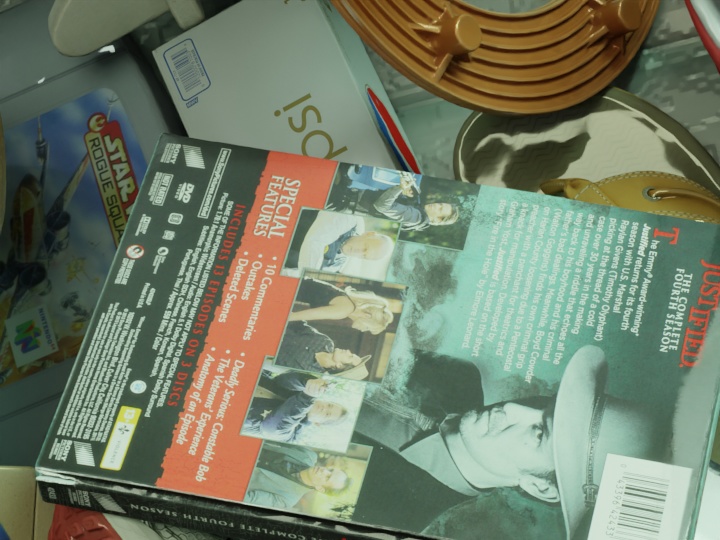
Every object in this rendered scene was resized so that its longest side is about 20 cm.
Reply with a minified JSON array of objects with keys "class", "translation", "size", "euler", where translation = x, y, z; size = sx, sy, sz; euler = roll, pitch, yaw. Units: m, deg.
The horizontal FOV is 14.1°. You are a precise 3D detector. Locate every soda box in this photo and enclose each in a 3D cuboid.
[{"class":"soda box","translation":[0.000,0.000,1.002],"size":[0.063,0.068,0.201],"euler":[-28,67,9]}]

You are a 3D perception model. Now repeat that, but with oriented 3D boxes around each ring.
[{"class":"ring","translation":[0.042,-0.151,0.974],"size":[0.019,0.200,0.201],"euler":[-15,65,44]}]

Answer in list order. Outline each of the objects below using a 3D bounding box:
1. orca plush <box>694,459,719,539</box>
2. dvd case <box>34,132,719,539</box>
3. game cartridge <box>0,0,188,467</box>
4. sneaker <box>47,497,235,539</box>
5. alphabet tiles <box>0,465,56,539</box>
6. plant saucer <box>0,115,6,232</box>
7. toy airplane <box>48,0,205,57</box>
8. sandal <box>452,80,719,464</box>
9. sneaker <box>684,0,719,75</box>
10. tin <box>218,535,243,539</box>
[{"class":"orca plush","translation":[0.118,0.119,0.918],"size":[0.199,0.071,0.105],"euler":[25,50,4]},{"class":"dvd case","translation":[0.014,0.029,0.911],"size":[0.199,0.022,0.146],"euler":[8,51,10]},{"class":"game cartridge","translation":[-0.117,-0.003,1.061],"size":[0.133,0.042,0.201],"euler":[-25,67,14]},{"class":"sneaker","translation":[-0.013,0.124,0.934],"size":[0.200,0.078,0.082],"euler":[36,58,-12]},{"class":"alphabet tiles","translation":[-0.124,0.162,0.925],"size":[0.006,0.166,0.201],"euler":[6,93,63]},{"class":"plant saucer","translation":[-0.180,0.013,0.970],"size":[0.200,0.037,0.201],"euler":[-36,32,26]},{"class":"toy airplane","translation":[-0.103,-0.171,0.993],"size":[0.199,0.199,0.141],"euler":[-58,47,40]},{"class":"sandal","translation":[0.103,0.007,0.972],"size":[0.080,0.054,0.200],"euler":[-38,66,5]},{"class":"sneaker","translation":[0.147,-0.130,0.970],"size":[0.071,0.112,0.201],"euler":[-7,71,16]},{"class":"tin","translation":[-0.110,0.133,0.996],"size":[0.199,0.042,0.112],"euler":[-27,88,10]}]
